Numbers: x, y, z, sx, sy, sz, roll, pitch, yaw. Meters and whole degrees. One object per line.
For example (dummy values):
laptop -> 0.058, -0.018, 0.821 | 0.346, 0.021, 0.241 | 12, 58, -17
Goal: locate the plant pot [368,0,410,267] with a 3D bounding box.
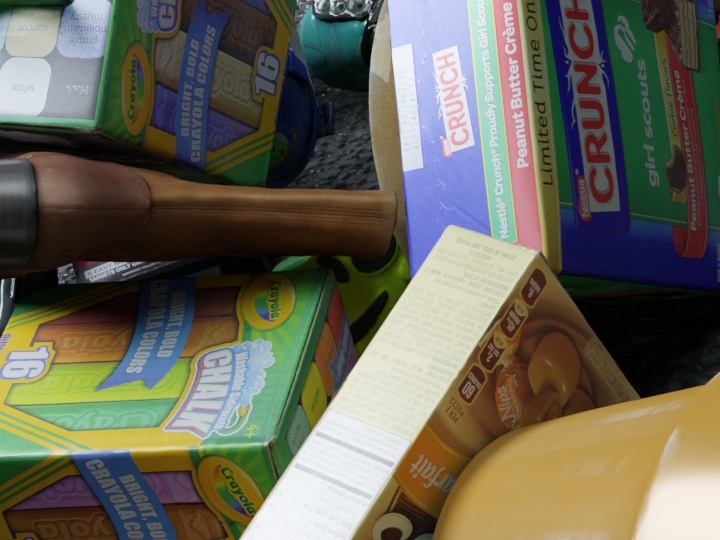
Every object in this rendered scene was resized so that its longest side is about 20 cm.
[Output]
plant pot -> 0.071, -0.066, 1.126 | 0.027, 0.200, 0.200 | -8, 34, 34

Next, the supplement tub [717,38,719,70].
supplement tub -> 0.256, -0.078, 1.151 | 0.199, 0.107, 0.107 | 4, 40, 27

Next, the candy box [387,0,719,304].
candy box -> 0.097, -0.073, 1.074 | 0.077, 0.170, 0.200 | -9, -8, 35

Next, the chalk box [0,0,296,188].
chalk box -> -0.135, -0.115, 1.090 | 0.124, 0.200, 0.124 | 5, 81, 28

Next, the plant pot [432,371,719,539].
plant pot -> 0.132, 0.124, 0.870 | 0.183, 0.201, 0.200 | 0, 35, 47

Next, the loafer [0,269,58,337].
loafer -> -0.194, -0.008, 1.185 | 0.068, 0.070, 0.201 | -23, 68, 32

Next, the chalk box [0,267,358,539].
chalk box -> -0.062, 0.084, 1.040 | 0.199, 0.124, 0.125 | -5, 36, 16

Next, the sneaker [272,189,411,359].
sneaker -> 0.000, 0.000, 1.168 | 0.083, 0.074, 0.200 | -20, 8, 46

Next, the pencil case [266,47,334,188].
pencil case -> -0.117, -0.092, 1.236 | 0.199, 0.078, 0.087 | 8, 69, 27

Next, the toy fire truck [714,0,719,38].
toy fire truck -> 0.183, -0.147, 1.245 | 0.049, 0.141, 0.200 | 21, 49, 41

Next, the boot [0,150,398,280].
boot -> -0.094, -0.030, 1.075 | 0.199, 0.069, 0.188 | -1, -6, -14

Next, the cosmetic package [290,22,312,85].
cosmetic package -> -0.091, -0.168, 1.332 | 0.082, 0.200, 0.051 | 17, 46, 39

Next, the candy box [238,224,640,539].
candy box -> 0.027, 0.096, 0.945 | 0.055, 0.115, 0.200 | 17, 67, 42

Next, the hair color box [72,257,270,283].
hair color box -> -0.116, -0.031, 1.277 | 0.100, 0.061, 0.200 | -19, 34, -5

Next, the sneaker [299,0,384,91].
sneaker -> 0.019, -0.109, 1.191 | 0.120, 0.084, 0.200 | -10, 36, 33
